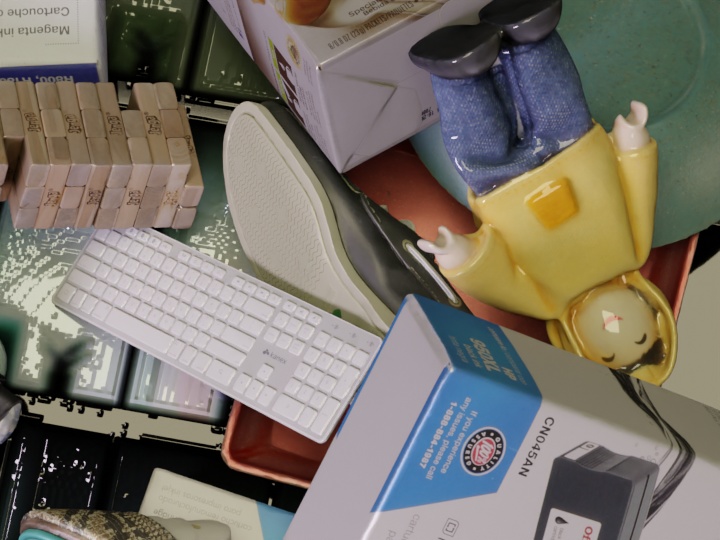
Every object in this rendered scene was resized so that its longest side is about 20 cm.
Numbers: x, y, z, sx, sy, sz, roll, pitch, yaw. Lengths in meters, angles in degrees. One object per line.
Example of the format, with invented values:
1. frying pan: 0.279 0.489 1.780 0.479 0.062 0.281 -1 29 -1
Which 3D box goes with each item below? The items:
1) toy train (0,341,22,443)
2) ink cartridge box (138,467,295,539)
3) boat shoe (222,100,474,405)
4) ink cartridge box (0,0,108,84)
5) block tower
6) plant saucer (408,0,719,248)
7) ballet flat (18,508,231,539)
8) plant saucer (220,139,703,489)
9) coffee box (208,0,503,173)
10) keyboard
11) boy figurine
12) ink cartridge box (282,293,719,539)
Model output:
1. toy train: -0.264 0.043 1.300 0.200 0.085 0.114 35 92 8
2. ink cartridge box: -0.074 0.208 1.253 0.116 0.067 0.201 17 78 6
3. boat shoe: 0.000 0.000 1.276 0.068 0.072 0.200 -18 64 -40
4. ink cartridge box: -0.229 -0.138 1.359 0.196 0.043 0.201 -4 75 1
5. block tower: -0.178 -0.056 1.287 0.199 0.054 0.058 -2 54 -20
6. plant saucer: 0.116 -0.105 1.311 0.200 0.039 0.202 0 62 -1
7. ballet flat: -0.062 0.161 1.204 0.200 0.068 0.075 40 59 6
8. plant saucer: 0.053 0.028 1.308 0.199 0.037 0.200 14 77 7
9. coffee box: -0.015 -0.157 1.292 0.114 0.080 0.200 -29 52 -12
10. keyboard: -0.072 0.024 1.278 0.200 0.011 0.056 24 73 40
11. boy figurine: 0.087 -0.025 1.226 0.124 0.064 0.200 -27 109 -13
12. ink cartridge box: 0.085 0.118 1.196 0.200 0.084 0.145 20 106 -21
